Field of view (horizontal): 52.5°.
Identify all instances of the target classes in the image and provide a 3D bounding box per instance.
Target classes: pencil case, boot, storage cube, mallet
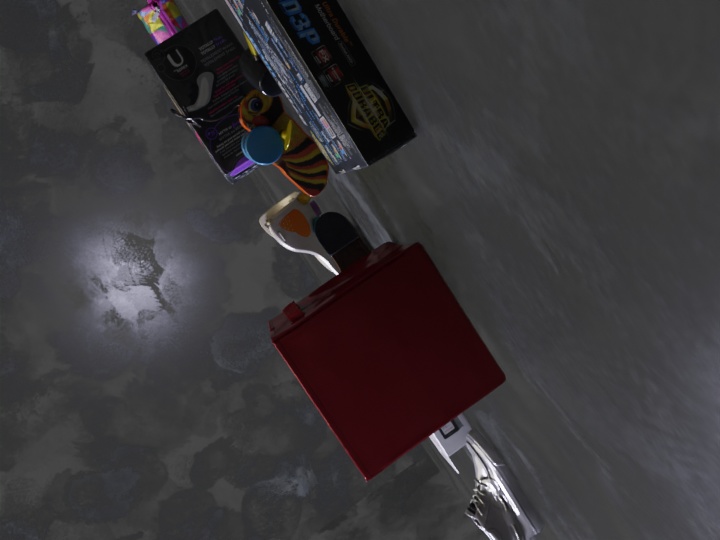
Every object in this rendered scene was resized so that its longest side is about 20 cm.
[{"bbox_3d":[-0.372,-0.463,1.487,0.200,0.088,0.088,56,174,-18],"label":"pencil case"},{"bbox_3d":[0.000,0.000,1.105,0.200,0.075,0.097,64,-174,-3],"label":"boot"},{"bbox_3d":[0.021,0.088,0.806,0.200,0.180,0.171,56,174,-6],"label":"storage cube"},{"bbox_3d":[-0.134,-0.282,0.783,0.066,0.041,0.200,44,163,49],"label":"mallet"},{"bbox_3d":[0.207,0.363,1.184,0.200,0.096,0.074,56,174,0],"label":"boot"}]

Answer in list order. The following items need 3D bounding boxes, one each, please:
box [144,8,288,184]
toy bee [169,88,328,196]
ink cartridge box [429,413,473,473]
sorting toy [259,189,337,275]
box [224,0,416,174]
[{"bbox_3d":[-0.194,-0.242,1.040,0.200,0.122,0.106,57,175,-4],"label":"box"},{"bbox_3d":[-0.110,-0.182,0.900,0.200,0.109,0.131,29,-176,-39],"label":"toy bee"},{"bbox_3d":[0.133,0.247,1.295,0.200,0.068,0.116,58,174,-14],"label":"ink cartridge box"},{"bbox_3d":[-0.090,-0.055,1.374,0.180,0.107,0.200,50,175,-14],"label":"sorting toy"},{"bbox_3d":[-0.043,-0.171,0.568,0.200,0.046,0.159,57,174,-9],"label":"box"}]
